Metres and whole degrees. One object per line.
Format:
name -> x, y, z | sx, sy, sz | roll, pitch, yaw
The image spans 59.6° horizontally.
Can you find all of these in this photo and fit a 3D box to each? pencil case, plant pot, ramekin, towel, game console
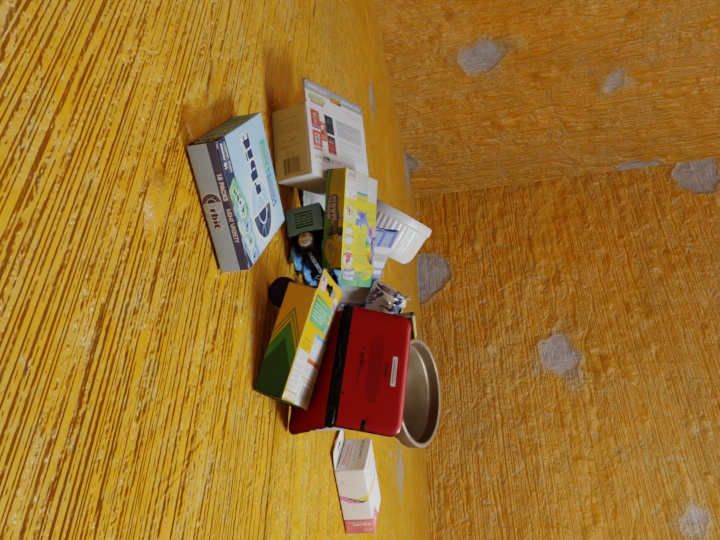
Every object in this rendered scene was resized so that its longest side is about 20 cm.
pencil case -> 0.031, 0.128, 1.376 | 0.078, 0.089, 0.202 | -63, 177, -81
plant pot -> 0.075, 0.234, 1.202 | 0.200, 0.092, 0.203 | 24, 63, -58
ramekin -> 0.062, -0.098, 1.516 | 0.106, 0.199, 0.200 | -61, 171, 5
towel -> 0.000, 0.000, 1.338 | 0.146, 0.024, 0.202 | 2, 117, -48
game console -> -0.016, 0.174, 1.036 | 0.119, 0.170, 0.202 | 111, -11, -61

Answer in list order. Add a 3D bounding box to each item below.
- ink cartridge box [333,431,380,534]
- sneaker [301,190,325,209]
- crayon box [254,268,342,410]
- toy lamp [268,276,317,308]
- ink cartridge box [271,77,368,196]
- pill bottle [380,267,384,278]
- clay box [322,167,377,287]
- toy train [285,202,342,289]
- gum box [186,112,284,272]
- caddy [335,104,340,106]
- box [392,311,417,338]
ink cartridge box -> -0.006, 0.446, 1.354 | 0.117, 0.067, 0.202 | -68, 150, -69
sneaker -> -0.068, -0.117, 1.297 | 0.075, 0.086, 0.202 | -72, 153, -62
crayon box -> -0.092, 0.105, 0.976 | 0.126, 0.051, 0.202 | 59, 47, -67
toy lamp -> -0.102, 0.048, 1.098 | 0.200, 0.058, 0.059 | 31, 54, -78
ink cartridge box -> -0.072, -0.240, 1.182 | 0.199, 0.083, 0.178 | 7, 76, -58
pill bottle -> -0.012, -0.010, 1.474 | 0.200, 0.111, 0.114 | 2, 82, -79
clay box -> -0.018, -0.073, 1.131 | 0.115, 0.047, 0.203 | 8, 85, -59
toy train -> -0.081, -0.038, 1.197 | 0.200, 0.086, 0.115 | 63, 18, -63
gum box -> -0.166, -0.116, 0.878 | 0.200, 0.044, 0.172 | -75, 157, -65
caddy -> -0.063, -0.271, 1.380 | 0.141, 0.104, 0.202 | -127, -156, -65
box -> 0.025, 0.178, 1.319 | 0.049, 0.198, 0.162 | -45, 128, -79
